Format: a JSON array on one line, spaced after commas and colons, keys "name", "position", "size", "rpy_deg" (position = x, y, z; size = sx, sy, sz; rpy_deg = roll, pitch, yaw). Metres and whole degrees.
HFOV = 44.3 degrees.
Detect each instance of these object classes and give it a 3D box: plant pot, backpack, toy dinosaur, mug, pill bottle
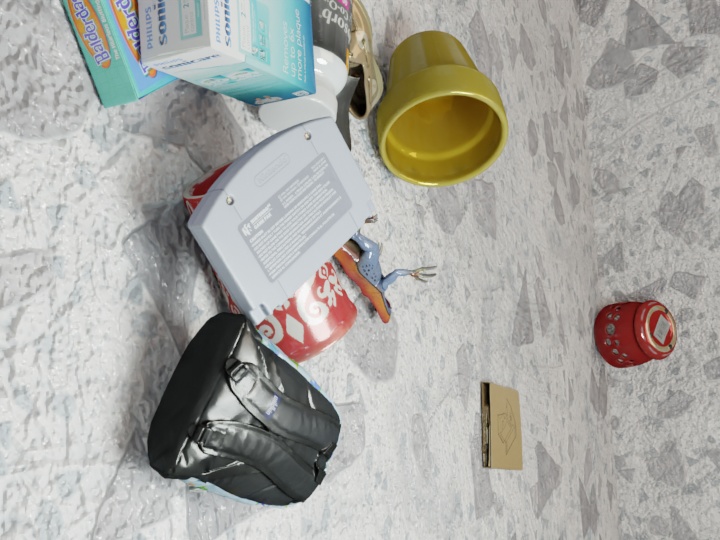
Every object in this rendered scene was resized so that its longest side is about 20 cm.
[{"name": "plant pot", "position": [0.839, 0.186, 2.687], "size": [0.198, 0.182, 0.203], "rpy_deg": [9, 73, -30]}, {"name": "plant pot", "position": [0.119, -0.267, 1.396], "size": [0.201, 0.199, 0.190], "rpy_deg": [52, 24, -47]}, {"name": "backpack", "position": [-0.105, 0.151, 0.876], "size": [0.199, 0.153, 0.165], "rpy_deg": [33, 74, -33]}, {"name": "toy dinosaur", "position": [0.000, 0.000, 1.247], "size": [0.198, 0.105, 0.184], "rpy_deg": [-15, 115, -27]}, {"name": "mug", "position": [-0.111, -0.018, 0.966], "size": [0.133, 0.177, 0.202], "rpy_deg": [-33, 115, -20]}, {"name": "pill bottle", "position": [-0.069, -0.275, 1.077], "size": [0.116, 0.115, 0.202], "rpy_deg": [35, 53, -57]}]

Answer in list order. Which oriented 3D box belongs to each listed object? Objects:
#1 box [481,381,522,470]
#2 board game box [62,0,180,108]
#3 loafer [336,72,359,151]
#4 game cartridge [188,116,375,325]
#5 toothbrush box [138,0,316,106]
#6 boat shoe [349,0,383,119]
[{"name": "box", "position": [0.285, 0.314, 1.774], "size": [0.200, 0.021, 0.166], "rpy_deg": [25, 62, -60]}, {"name": "board game box", "position": [-0.207, -0.264, 0.870], "size": [0.200, 0.044, 0.154], "rpy_deg": [-51, 130, -57]}, {"name": "loafer", "position": [-0.036, -0.250, 1.188], "size": [0.073, 0.071, 0.202], "rpy_deg": [-39, 120, -61]}, {"name": "game cartridge", "position": [-0.074, -0.060, 0.869], "size": [0.200, 0.040, 0.134], "rpy_deg": [-45, 120, -35]}, {"name": "toothbrush box", "position": [-0.129, -0.261, 0.885], "size": [0.199, 0.084, 0.148], "rpy_deg": [6, 79, -63]}, {"name": "boat shoe", "position": [-0.017, -0.308, 1.240], "size": [0.065, 0.070, 0.201], "rpy_deg": [-69, 144, -44]}]
